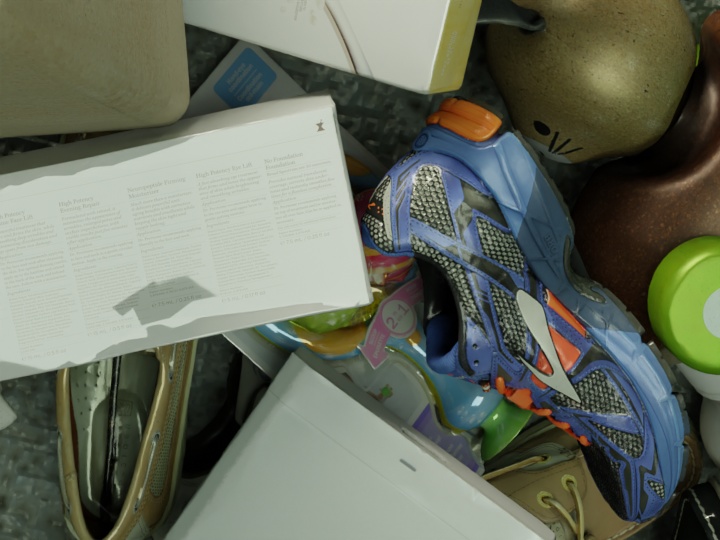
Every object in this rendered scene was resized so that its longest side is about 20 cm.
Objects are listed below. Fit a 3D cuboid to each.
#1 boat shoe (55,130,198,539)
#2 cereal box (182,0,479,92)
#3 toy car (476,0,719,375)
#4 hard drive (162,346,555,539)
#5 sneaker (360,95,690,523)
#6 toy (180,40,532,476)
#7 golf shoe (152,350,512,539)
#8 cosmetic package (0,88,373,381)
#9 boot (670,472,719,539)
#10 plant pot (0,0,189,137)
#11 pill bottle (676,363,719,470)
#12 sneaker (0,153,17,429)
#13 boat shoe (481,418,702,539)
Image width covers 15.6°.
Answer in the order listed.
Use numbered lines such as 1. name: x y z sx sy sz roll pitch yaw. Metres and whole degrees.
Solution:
1. boat shoe: -0.100 0.019 1.110 0.071 0.076 0.202 -2 93 5
2. cereal box: -0.038 -0.165 1.045 0.199 0.039 0.145 17 103 22
3. toy car: 0.096 -0.068 1.119 0.199 0.164 0.158 30 96 -11
4. hard drive: -0.030 0.151 1.088 0.132 0.026 0.201 36 100 3
5. sneaker: 0.065 0.027 1.083 0.078 0.075 0.201 -37 107 -11
6. toy: 0.000 0.000 1.109 0.200 0.047 0.115 45 57 -11
7. golf shoe: -0.011 0.066 1.170 0.199 0.078 0.098 -35 106 -4
8. cosmetic package: -0.100 -0.011 1.042 0.198 0.051 0.083 -11 105 -1
9. boot: 0.115 0.191 1.220 0.153 0.074 0.205 -11 130 -10
10. plant pot: -0.180 -0.145 0.954 0.198 0.177 0.202 -3 94 6
11. pill bottle: 0.227 0.080 1.218 0.111 0.111 0.200 -40 112 -1
12. sneaker: -0.171 -0.018 1.108 0.080 0.070 0.202 4 112 -23
13. boat shoe: 0.073 0.121 1.211 0.199 0.066 0.074 -22 111 -8
